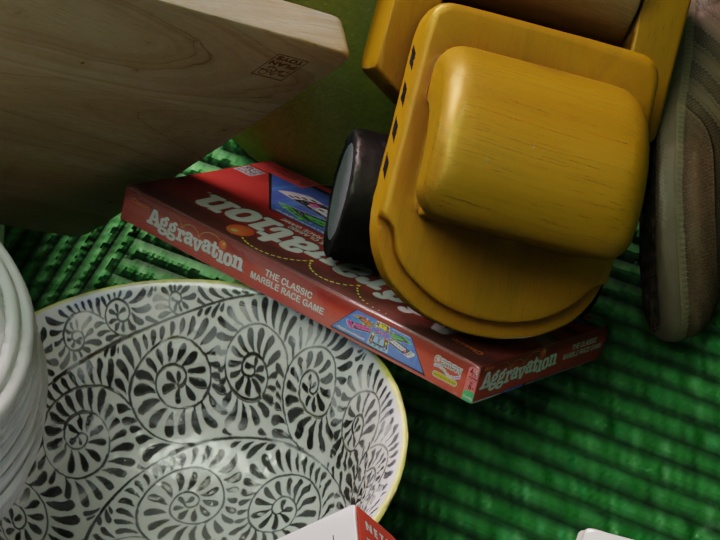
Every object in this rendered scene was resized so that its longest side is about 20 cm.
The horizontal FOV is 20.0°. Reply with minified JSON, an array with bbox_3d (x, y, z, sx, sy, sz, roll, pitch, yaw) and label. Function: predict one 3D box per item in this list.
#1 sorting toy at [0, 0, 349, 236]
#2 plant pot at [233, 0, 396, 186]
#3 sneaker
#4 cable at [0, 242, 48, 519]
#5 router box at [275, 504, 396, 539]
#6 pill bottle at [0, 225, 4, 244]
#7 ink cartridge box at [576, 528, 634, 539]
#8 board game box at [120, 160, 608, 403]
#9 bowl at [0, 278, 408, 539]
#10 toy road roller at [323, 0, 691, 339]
[{"bbox_3d":[-0.146,-0.097,0.867,0.199,0.200,0.070,-30,62,39],"label":"sorting toy"},{"bbox_3d":[-0.016,-0.170,0.944,0.187,0.200,0.187,-9,57,14],"label":"plant pot"},{"bbox_3d":[0.164,-0.063,0.895,0.075,0.070,0.200,5,67,4],"label":"sneaker"},{"bbox_3d":[-0.220,0.033,0.787,0.200,0.069,0.200,12,42,-2],"label":"cable"},{"bbox_3d":[-0.064,0.197,0.678,0.200,0.049,0.180,-28,43,21],"label":"router box"},{"bbox_3d":[-0.280,-0.029,1.003,0.200,0.109,0.109,12,64,25],"label":"pill bottle"},{"bbox_3d":[0.089,0.212,0.697,0.086,0.147,0.200,12,64,18],"label":"ink cartridge box"},{"bbox_3d":[0.000,0.000,0.901,0.200,0.103,0.019,27,115,31],"label":"board game box"},{"bbox_3d":[-0.079,0.102,0.845,0.200,0.094,0.201,-1,41,1],"label":"bowl"},{"bbox_3d":[0.068,-0.071,0.824,0.123,0.146,0.200,14,90,-9],"label":"toy road roller"}]
